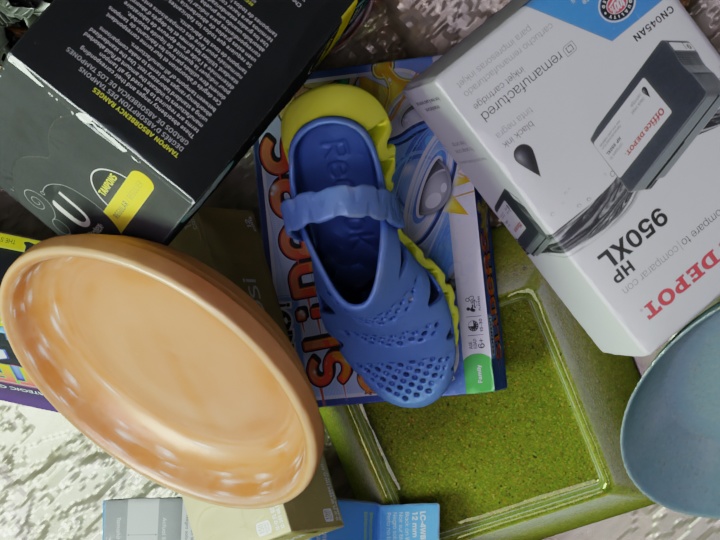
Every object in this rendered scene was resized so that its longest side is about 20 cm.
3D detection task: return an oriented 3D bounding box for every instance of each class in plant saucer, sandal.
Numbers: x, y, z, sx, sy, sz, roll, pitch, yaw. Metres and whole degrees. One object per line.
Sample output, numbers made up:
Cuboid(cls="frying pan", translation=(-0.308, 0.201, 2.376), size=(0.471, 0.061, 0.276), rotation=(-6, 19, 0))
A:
Cuboid(cls="plant saucer", translation=(0.241, 0.064, 1.487), size=(0.201, 0.039, 0.201), rotation=(-11, 135, -11))
Cuboid(cls="plant saucer", translation=(0.070, 0.086, 1.556), size=(0.199, 0.048, 0.200), rotation=(-19, 103, 16))
Cuboid(cls="plant saucer", translation=(-0.104, 0.050, 1.382), size=(0.200, 0.037, 0.200), rotation=(22, 145, 17))
Cuboid(cls="sandal", translation=(0.000, 0.000, 1.421), size=(0.079, 0.087, 0.200), rotation=(-15, 120, 15))

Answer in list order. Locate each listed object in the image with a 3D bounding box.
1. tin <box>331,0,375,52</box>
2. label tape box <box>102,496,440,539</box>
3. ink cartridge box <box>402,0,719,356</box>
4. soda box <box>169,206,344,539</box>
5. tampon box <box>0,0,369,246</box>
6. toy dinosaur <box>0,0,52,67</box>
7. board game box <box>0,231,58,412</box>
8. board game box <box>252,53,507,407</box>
Cuboid(cls="tin", translation=(-0.065, -0.217, 1.493), size=(0.112, 0.042, 0.200), rotation=(-29, 100, 14))
Cuboid(cls="label tape box", translation=(-0.055, 0.208, 1.529), size=(0.200, 0.066, 0.144), rotation=(-3, 78, 18))
Cuboid(cls="ink cartridge box", translation=(0.145, -0.071, 1.447), size=(0.145, 0.084, 0.200), rotation=(-39, 98, -9))
Cuboid(cls="soda box", translation=(-0.078, 0.066, 1.484), size=(0.068, 0.064, 0.200), rotation=(-23, 78, 28))
Cuboid(cls="tampon box", translation=(-0.100, -0.118, 1.385), size=(0.126, 0.200, 0.150), rotation=(39, 155, -3))
Cuboid(cls="toy dinosaur", translation=(-0.205, -0.125, 1.524), size=(0.200, 0.102, 0.136), rotation=(2, 126, -12))
Cuboid(cls="board game box", translation=(-0.242, 0.025, 1.537), size=(0.200, 0.165, 0.057), rotation=(11, 67, 8))
Cuboid(cls="board game box", translation=(0.009, -0.022, 1.509), size=(0.135, 0.034, 0.200), rotation=(-7, 90, 17))
